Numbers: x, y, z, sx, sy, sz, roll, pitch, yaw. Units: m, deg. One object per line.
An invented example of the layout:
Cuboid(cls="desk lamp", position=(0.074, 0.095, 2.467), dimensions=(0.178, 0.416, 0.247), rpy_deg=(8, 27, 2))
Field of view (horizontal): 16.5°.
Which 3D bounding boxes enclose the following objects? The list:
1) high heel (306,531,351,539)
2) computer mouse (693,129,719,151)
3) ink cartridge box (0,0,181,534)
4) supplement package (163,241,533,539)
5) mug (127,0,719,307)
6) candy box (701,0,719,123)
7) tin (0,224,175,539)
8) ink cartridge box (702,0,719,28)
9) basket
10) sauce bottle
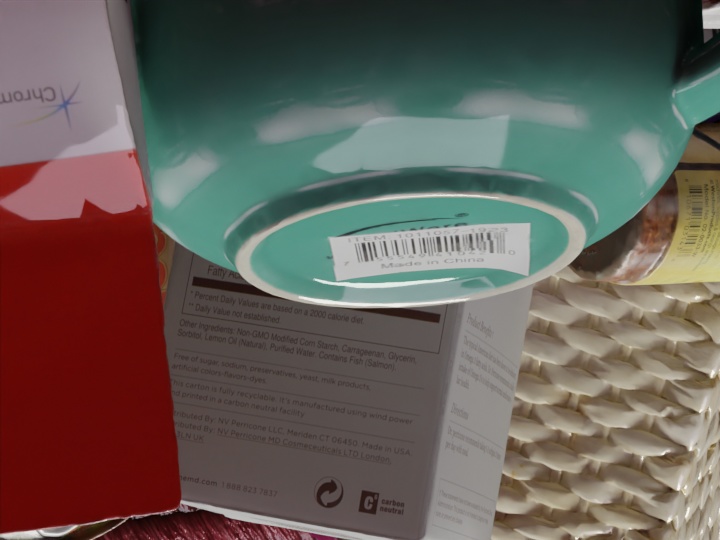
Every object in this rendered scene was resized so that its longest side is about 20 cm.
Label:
Cuboid(cls="high heel", position=(0.016, 0.013, 1.022), dimensions=(0.067, 0.201, 0.096), rpy_deg=(25, -168, -29))
Cuboid(cls="computer mouse", position=(0.121, -0.065, 0.907), dimensions=(0.034, 0.200, 0.059), rpy_deg=(-50, 156, 2))
Cuboid(cls="ink cartridge box", position=(-0.129, -0.037, 0.552), dimensions=(0.159, 0.202, 0.047), rpy_deg=(-7, 174, 3))
Cuboid(cls="supplement package", position=(0.000, 0.000, 0.950), dimensions=(0.116, 0.202, 0.117), rpy_deg=(8, 172, 17))
Cuboid(cls="mug", position=(0.019, -0.062, 0.605), dimensions=(0.151, 0.115, 0.184), rpy_deg=(12, 157, -38))
Cuboid(cls="candy box", position=(0.173, -0.093, 1.045), dimensions=(0.199, 0.072, 0.167), rpy_deg=(-3, 173, -31))
Cuboid(cls="tin", position=(-0.123, 0.023, 0.963), dimensions=(0.111, 0.201, 0.042), rpy_deg=(-11, -143, -19))
Cuboid(cls="ink cartridge box", position=(0.132, -0.123, 0.821), dimensions=(0.199, 0.045, 0.176), rpy_deg=(-3, 172, -32))
Cuboid(cls="basket", position=(0.096, 0.035, 1.153), dimensions=(0.199, 0.200, 0.161), rpy_deg=(20, -158, 18))
Cuboid(cls="sauce bottle", position=(0.167, -0.027, 1.007), dimensions=(0.199, 0.067, 0.066), rpy_deg=(1, 171, -35))
